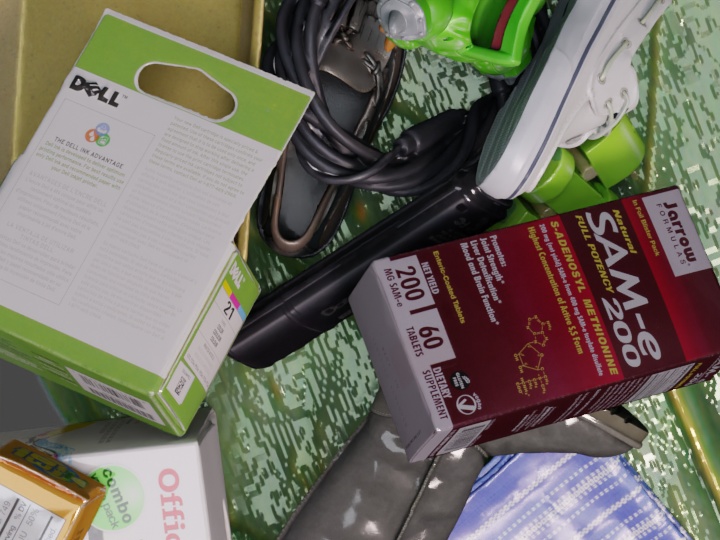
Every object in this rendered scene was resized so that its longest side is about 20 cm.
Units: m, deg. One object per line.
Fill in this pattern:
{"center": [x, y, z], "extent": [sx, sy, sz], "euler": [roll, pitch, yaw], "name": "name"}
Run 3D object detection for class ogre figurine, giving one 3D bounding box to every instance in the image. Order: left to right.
{"center": [0.059, -0.177, 1.481], "extent": [0.098, 0.200, 0.120], "euler": [8, 86, 14], "name": "ogre figurine"}

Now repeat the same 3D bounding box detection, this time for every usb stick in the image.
{"center": [0.000, 0.000, 1.557], "extent": [0.200, 0.055, 0.033], "euler": [-32, 62, 24], "name": "usb stick"}

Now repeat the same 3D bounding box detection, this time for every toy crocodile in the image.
{"center": [0.092, -0.023, 1.580], "extent": [0.200, 0.062, 0.067], "euler": [-46, 127, 8], "name": "toy crocodile"}

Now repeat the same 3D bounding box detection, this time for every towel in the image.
{"center": [0.138, 0.196, 1.610], "extent": [0.145, 0.024, 0.200], "euler": [-41, 92, 4], "name": "towel"}

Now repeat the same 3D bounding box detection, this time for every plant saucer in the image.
{"center": [-0.146, -0.104, 1.564], "extent": [0.200, 0.048, 0.200], "euler": [6, 93, 19], "name": "plant saucer"}

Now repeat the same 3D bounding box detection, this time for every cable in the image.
{"center": [0.029, -0.125, 1.550], "extent": [0.163, 0.051, 0.200], "euler": [41, 66, -24], "name": "cable"}

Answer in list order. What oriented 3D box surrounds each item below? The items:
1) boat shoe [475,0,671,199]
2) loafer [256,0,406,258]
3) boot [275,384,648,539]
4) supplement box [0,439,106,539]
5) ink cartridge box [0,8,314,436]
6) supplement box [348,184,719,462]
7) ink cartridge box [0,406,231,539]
{"center": [0.133, -0.112, 1.528], "extent": [0.067, 0.074, 0.200], "euler": [32, 59, -7], "name": "boat shoe"}
{"center": [-0.015, -0.103, 1.574], "extent": [0.072, 0.063, 0.200], "euler": [14, 94, 0], "name": "loafer"}
{"center": [0.054, 0.140, 1.565], "extent": [0.182, 0.073, 0.200], "euler": [23, 97, -4], "name": "boot"}
{"center": [-0.216, 0.196, 1.449], "extent": [0.069, 0.067, 0.200], "euler": [30, 94, 2], "name": "supplement box"}
{"center": [-0.124, -0.028, 1.499], "extent": [0.148, 0.076, 0.200], "euler": [23, 74, 18], "name": "ink cartridge box"}
{"center": [0.107, 0.029, 1.499], "extent": [0.200, 0.061, 0.109], "euler": [-15, 72, -21], "name": "supplement box"}
{"center": [-0.178, 0.171, 1.552], "extent": [0.200, 0.146, 0.147], "euler": [-7, 94, 1], "name": "ink cartridge box"}
